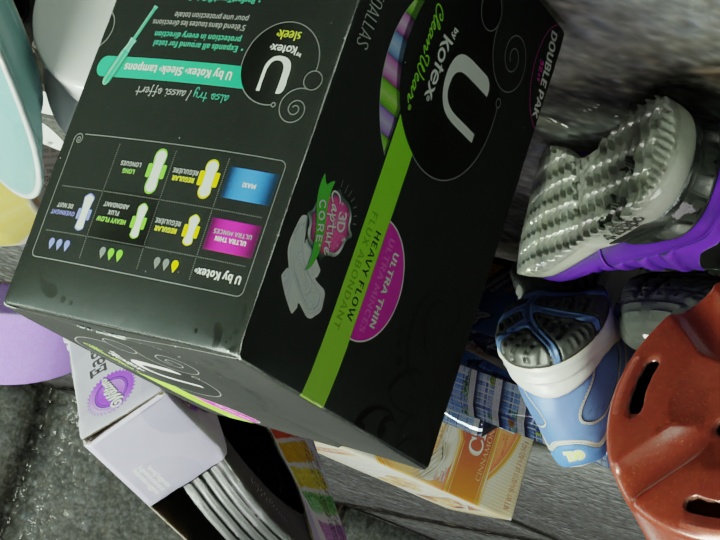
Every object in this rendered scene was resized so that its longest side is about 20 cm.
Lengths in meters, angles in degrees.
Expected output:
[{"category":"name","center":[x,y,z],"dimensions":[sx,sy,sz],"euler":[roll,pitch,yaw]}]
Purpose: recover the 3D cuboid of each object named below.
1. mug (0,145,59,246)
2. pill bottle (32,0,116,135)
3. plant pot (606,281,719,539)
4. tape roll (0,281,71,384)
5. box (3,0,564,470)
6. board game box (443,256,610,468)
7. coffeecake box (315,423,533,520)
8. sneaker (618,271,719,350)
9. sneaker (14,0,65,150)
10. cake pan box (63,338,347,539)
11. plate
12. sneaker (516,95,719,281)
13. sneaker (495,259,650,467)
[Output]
[{"category":"mug","center":[-0.258,-0.063,1.006],"dimensions":[0.151,0.188,0.150],"euler":[5,142,18]},{"category":"pill bottle","center":[-0.081,-0.083,0.797],"dimensions":[0.108,0.110,0.200],"euler":[14,167,19]},{"category":"plant pot","center":[0.219,0.114,0.766],"dimensions":[0.199,0.202,0.196],"euler":[6,146,43]},{"category":"tape roll","center":[-0.257,-0.013,1.155],"dimensions":[0.198,0.201,0.066],"euler":[19,126,-2]},{"category":"box","center":[-0.024,-0.045,0.665],"dimensions":[0.123,0.202,0.148],"euler":[9,165,34]},{"category":"board game box","center":[0.097,0.050,1.017],"dimensions":[0.198,0.062,0.200],"euler":[18,-156,24]},{"category":"coffeecake box","center":[0.036,0.069,1.159],"dimensions":[0.199,0.155,0.073],"euler":[27,164,-33]},{"category":"sneaker","center":[0.203,0.045,0.865],"dimensions":[0.075,0.092,0.199],"euler":[4,180,44]},{"category":"sneaker","center":[-0.176,-0.115,0.891],"dimensions":[0.199,0.067,0.090],"euler":[27,167,-25]},{"category":"cake pan box","center":[-0.080,0.069,0.835],"dimensions":[0.184,0.052,0.201],"euler":[50,-169,-35]},{"category":"plate","center":[-0.190,-0.126,0.755],"dimensions":[0.200,0.025,0.201],"euler":[49,157,28]},{"category":"sneaker","center":[0.147,-0.024,0.811],"dimensions":[0.098,0.070,0.200],"euler":[15,170,-13]},{"category":"sneaker","center":[0.119,0.034,0.890],"dimensions":[0.075,0.078,0.200],"euler":[-10,-162,25]}]
